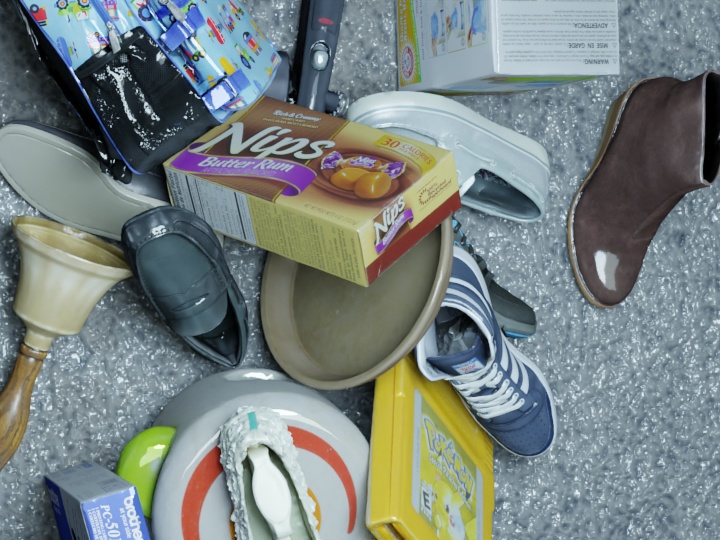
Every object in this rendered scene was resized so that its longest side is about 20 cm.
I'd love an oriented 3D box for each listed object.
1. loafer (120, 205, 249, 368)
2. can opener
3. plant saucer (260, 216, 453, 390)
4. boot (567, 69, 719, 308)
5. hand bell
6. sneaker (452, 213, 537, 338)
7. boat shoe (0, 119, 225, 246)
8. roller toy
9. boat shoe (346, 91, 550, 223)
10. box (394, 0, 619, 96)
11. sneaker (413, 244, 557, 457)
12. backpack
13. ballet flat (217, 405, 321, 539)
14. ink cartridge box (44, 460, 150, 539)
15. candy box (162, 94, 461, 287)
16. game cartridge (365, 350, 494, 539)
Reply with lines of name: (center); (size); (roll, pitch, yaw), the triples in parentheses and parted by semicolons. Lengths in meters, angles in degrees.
loafer: (-0.127, 0.014, 1.496); (0.068, 0.201, 0.070); (-24, 61, 3)
can opener: (-0.037, -0.196, 1.594); (0.079, 0.063, 0.200); (16, 84, -22)
plant saucer: (0.000, 0.000, 1.534); (0.029, 0.200, 0.200); (24, 80, -44)
boot: (0.244, -0.068, 1.639); (0.072, 0.166, 0.200); (10, 86, -19)
hand bell: (-0.254, 0.069, 1.510); (0.104, 0.104, 0.200); (19, 100, -19)
sneaker: (0.072, -0.009, 1.627); (0.200, 0.073, 0.082); (30, 78, -18)
boat shoe: (-0.197, -0.070, 1.549); (0.200, 0.073, 0.063); (27, 39, -13)
roller toy: (-0.081, 0.175, 1.534); (0.182, 0.140, 0.200); (-32, 105, -8)
boat shoe: (0.078, -0.089, 1.610); (0.201, 0.070, 0.072); (17, 54, -31)
box: (0.114, -0.199, 1.577); (0.112, 0.200, 0.102); (-2, 91, -22)
sneaker: (0.098, 0.084, 1.555); (0.070, 0.109, 0.200); (-25, 109, 13)
backpack: (-0.172, -0.190, 1.482); (0.134, 0.183, 0.200); (-32, 98, 15)
ballet flat: (-0.061, 0.198, 1.436); (0.072, 0.072, 0.200); (-22, 104, -19)
ink cartridge box: (-0.192, 0.201, 1.459); (0.044, 0.200, 0.094); (-16, 95, -16)
candy box: (-0.037, -0.065, 1.477); (0.117, 0.200, 0.057); (-40, 135, -34)
game cartridge: (0.061, 0.164, 1.552); (0.176, 0.032, 0.200); (53, 31, -40)
